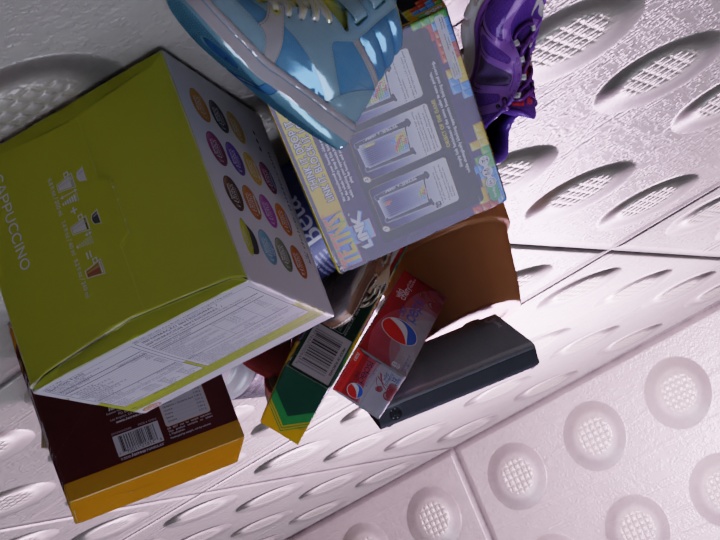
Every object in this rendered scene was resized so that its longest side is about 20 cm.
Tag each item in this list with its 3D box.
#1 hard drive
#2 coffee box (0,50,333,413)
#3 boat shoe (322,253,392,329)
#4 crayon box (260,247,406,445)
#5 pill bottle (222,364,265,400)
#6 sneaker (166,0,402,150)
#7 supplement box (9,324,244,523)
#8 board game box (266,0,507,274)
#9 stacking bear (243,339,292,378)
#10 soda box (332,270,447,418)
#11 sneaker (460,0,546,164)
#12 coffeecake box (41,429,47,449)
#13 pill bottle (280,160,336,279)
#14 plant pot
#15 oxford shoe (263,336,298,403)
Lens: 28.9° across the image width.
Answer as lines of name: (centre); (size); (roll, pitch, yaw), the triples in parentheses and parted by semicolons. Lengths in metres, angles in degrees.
hard drive: (0.094, 0.115, 1.627); (0.198, 0.033, 0.140); (-21, -163, -9)
coffee box: (-0.169, -0.022, 1.142); (0.198, 0.202, 0.198); (-26, 163, 13)
boat shoe: (0.000, 0.000, 1.410); (0.075, 0.072, 0.201); (-26, -156, 26)
crayon box: (-0.031, 0.072, 1.554); (0.201, 0.058, 0.173); (-60, 177, -29)
pill bottle: (-0.147, 0.102, 1.725); (0.113, 0.114, 0.199); (-32, 163, 29)
sneaker: (-0.046, -0.191, 1.032); (0.131, 0.079, 0.200); (-54, 136, -1)
supplement box: (-0.254, 0.137, 1.525); (0.195, 0.202, 0.133); (-19, 165, -15)
board game box: (0.019, -0.116, 1.181); (0.164, 0.057, 0.201); (-22, 126, 0)
stacking bear: (-0.097, 0.026, 1.529); (0.122, 0.113, 0.200); (-60, -178, -19)
soda box: (0.036, 0.080, 1.579); (0.070, 0.063, 0.200); (-59, 179, 29)
sneaker: (0.133, -0.179, 1.224); (0.080, 0.084, 0.201); (-18, 141, -30)
coffeecake box: (-0.301, 0.181, 1.685); (0.151, 0.074, 0.200); (0, 172, -9)
pill bottle: (-0.056, -0.045, 1.337); (0.199, 0.112, 0.111); (-36, 162, 7)
plant pot: (0.111, 0.005, 1.735); (0.198, 0.141, 0.200); (-22, 163, -7)
oxford shoe: (-0.077, 0.090, 1.692); (0.070, 0.201, 0.075); (18, 142, 5)
